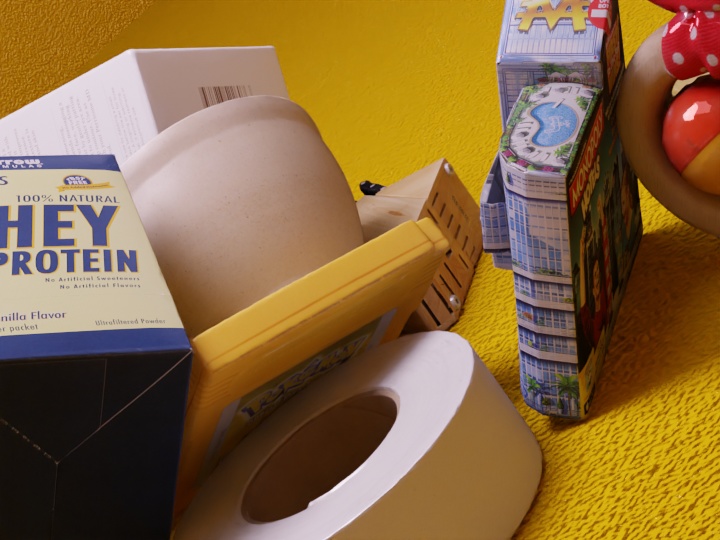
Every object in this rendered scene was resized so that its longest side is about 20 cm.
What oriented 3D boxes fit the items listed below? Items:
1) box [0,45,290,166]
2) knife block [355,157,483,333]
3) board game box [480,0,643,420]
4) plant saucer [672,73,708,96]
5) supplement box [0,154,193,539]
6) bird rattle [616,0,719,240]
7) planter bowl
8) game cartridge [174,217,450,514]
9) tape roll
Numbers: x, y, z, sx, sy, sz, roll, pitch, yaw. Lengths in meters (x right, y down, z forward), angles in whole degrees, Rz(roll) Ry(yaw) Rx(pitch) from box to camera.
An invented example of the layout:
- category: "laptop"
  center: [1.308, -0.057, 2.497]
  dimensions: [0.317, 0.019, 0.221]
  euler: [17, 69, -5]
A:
- category: "box"
  center: [-0.163, -0.077, 1.260]
  dimensions: [0.199, 0.107, 0.152]
  euler: [-21, -6, 38]
- category: "knife block"
  center: [0.000, 0.000, 1.257]
  dimensions: [0.175, 0.064, 0.200]
  euler: [-28, 20, 27]
- category: "board game box"
  center: [0.108, -0.058, 0.967]
  dimensions: [0.061, 0.201, 0.200]
  euler: [2, 32, 18]
- category: "plant saucer"
  center: [0.293, -0.136, 1.071]
  dimensions: [0.199, 0.049, 0.200]
  euler: [-36, 17, 4]
- category: "supplement box"
  center: [-0.189, 0.069, 0.984]
  dimensions: [0.133, 0.201, 0.200]
  euler: [-2, 34, -20]
- category: "bird rattle"
  center: [0.197, -0.087, 0.918]
  dimensions: [0.163, 0.199, 0.113]
  euler: [-53, 1, 44]
- category: "planter bowl"
  center: [-0.075, 0.007, 1.132]
  dimensions: [0.199, 0.135, 0.201]
  euler: [-30, -26, -16]
- category: "game cartridge"
  center: [-0.042, 0.059, 1.026]
  dimensions: [0.176, 0.033, 0.200]
  euler: [-29, -17, -29]
- category: "tape roll"
  center: [-0.004, 0.123, 0.936]
  dimensions: [0.202, 0.071, 0.203]
  euler: [-32, 18, 12]
